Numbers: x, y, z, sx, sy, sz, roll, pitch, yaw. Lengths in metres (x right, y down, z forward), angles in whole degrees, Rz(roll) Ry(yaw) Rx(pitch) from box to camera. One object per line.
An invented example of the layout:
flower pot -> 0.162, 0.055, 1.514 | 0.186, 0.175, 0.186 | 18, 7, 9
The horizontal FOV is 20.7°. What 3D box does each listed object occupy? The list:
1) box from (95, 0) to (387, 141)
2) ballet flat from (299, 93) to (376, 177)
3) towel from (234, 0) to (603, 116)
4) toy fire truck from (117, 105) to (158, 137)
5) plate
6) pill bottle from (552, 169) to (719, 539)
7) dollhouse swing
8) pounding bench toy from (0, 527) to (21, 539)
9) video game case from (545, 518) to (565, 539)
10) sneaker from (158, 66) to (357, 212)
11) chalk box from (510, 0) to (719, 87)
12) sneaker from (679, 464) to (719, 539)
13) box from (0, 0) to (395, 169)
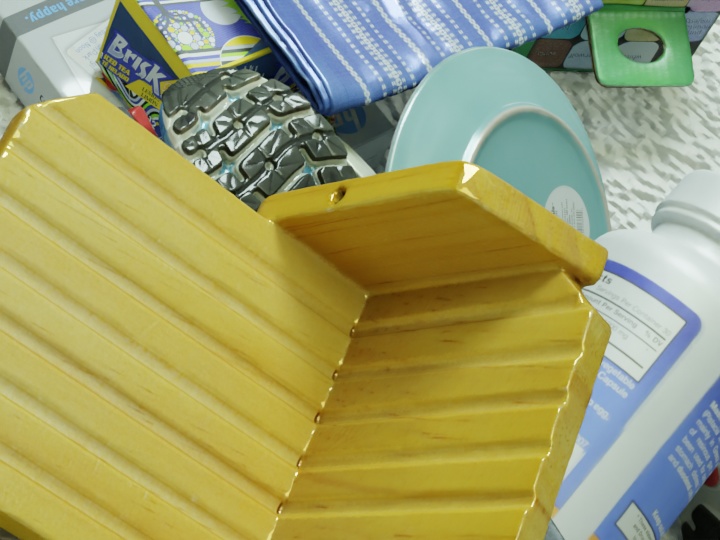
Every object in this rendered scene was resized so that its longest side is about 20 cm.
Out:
box -> -0.034, -0.134, 1.025 | 0.199, 0.064, 0.070 | -26, 70, -36
ballet flat -> 0.000, 0.000, 0.963 | 0.201, 0.064, 0.076 | 60, 17, 2
towel -> 0.016, -0.162, 1.009 | 0.199, 0.024, 0.145 | -24, 70, -35
toy fire truck -> -0.100, 0.004, 0.875 | 0.142, 0.048, 0.200 | 64, 18, -12
plate -> 0.080, -0.013, 0.984 | 0.199, 0.025, 0.202 | 9, 79, -49
pill bottle -> 0.124, 0.053, 0.921 | 0.112, 0.112, 0.200 | 39, 76, 8
dollhouse swing -> -0.041, 0.029, 0.723 | 0.176, 0.181, 0.201 | 46, 52, -33
pounding bench toy -> -0.181, 0.073, 0.840 | 0.199, 0.124, 0.157 | 15, 48, -42
video game case -> 0.009, 0.167, 0.778 | 0.199, 0.023, 0.183 | -24, 68, -22
sneaker -> -0.034, 0.003, 0.889 | 0.078, 0.090, 0.201 | -32, 87, -37
chalk box -> 0.145, -0.196, 1.143 | 0.124, 0.124, 0.201 | -1, 58, -20
sneaker -> 0.202, 0.105, 0.995 | 0.083, 0.081, 0.201 | -13, 62, -33
box -> -0.102, -0.110, 1.048 | 0.155, 0.041, 0.200 | -27, 71, -33
